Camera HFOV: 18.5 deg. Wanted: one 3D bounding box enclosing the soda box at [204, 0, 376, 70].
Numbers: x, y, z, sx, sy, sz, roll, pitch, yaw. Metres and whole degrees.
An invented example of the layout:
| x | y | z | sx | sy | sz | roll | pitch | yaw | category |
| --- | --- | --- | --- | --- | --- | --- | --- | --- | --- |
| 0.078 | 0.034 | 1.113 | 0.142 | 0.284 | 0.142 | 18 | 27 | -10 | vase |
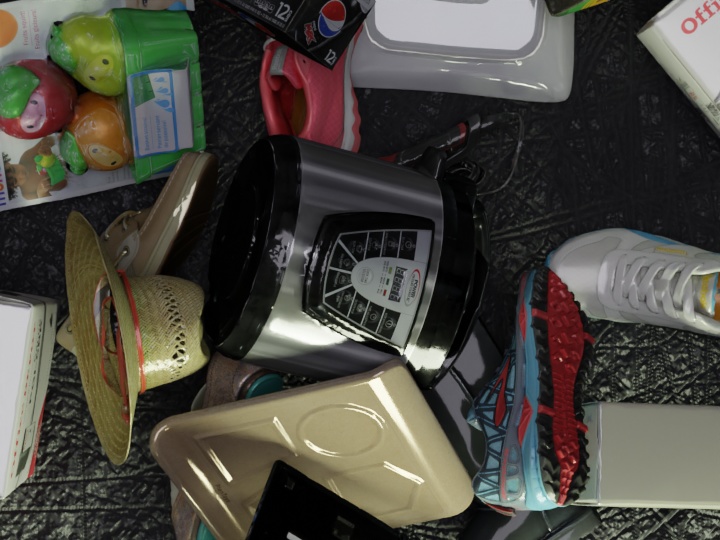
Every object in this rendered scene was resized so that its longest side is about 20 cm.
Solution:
| x | y | z | sx | sy | sz | roll | pitch | yaw | category |
| --- | --- | --- | --- | --- | --- | --- | --- | --- | --- |
| -0.085 | -0.224 | 1.663 | 0.200 | 0.071 | 0.063 | 33 | 89 | 39 | soda box |

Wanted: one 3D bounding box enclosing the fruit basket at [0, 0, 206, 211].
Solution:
| x | y | z | sx | sy | sz | roll | pitch | yaw | category |
| --- | --- | --- | --- | --- | --- | --- | --- | --- | --- |
| -0.216 | -0.127 | 1.665 | 0.199 | 0.094 | 0.186 | -15 | 130 | -18 | fruit basket |

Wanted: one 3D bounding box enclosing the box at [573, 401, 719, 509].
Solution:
| x | y | z | sx | sy | sz | roll | pitch | yaw | category |
| --- | --- | --- | --- | --- | --- | --- | --- | --- | --- |
| 0.263 | 0.145 | 1.707 | 0.199 | 0.068 | 0.083 | 5 | 83 | -15 | box |

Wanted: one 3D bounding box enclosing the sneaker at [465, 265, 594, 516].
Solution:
| x | y | z | sx | sy | sz | roll | pitch | yaw | category |
| --- | --- | --- | --- | --- | --- | --- | --- | --- | --- |
| 0.117 | 0.088 | 1.667 | 0.095 | 0.079 | 0.201 | -18 | 52 | 34 | sneaker |

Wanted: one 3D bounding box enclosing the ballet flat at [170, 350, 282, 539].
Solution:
| x | y | z | sx | sy | sz | roll | pitch | yaw | category |
| --- | --- | --- | --- | --- | --- | --- | --- | --- | --- |
| -0.112 | 0.147 | 1.715 | 0.067 | 0.068 | 0.201 | 32 | 113 | 33 | ballet flat |

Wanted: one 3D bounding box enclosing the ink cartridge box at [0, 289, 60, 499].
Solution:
| x | y | z | sx | sy | sz | roll | pitch | yaw | category |
| --- | --- | --- | --- | --- | --- | --- | --- | --- | --- |
| -0.282 | 0.087 | 1.644 | 0.082 | 0.200 | 0.148 | 9 | 90 | -2 | ink cartridge box |

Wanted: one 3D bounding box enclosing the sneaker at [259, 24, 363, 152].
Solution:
| x | y | z | sx | sy | sz | roll | pitch | yaw | category |
| --- | --- | --- | --- | --- | --- | --- | --- | --- | --- |
| -0.042 | -0.172 | 1.699 | 0.073 | 0.087 | 0.201 | -4 | 90 | 26 | sneaker |

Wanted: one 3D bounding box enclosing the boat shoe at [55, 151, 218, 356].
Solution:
| x | y | z | sx | sy | sz | roll | pitch | yaw | category |
| --- | --- | --- | --- | --- | --- | --- | --- | --- | --- |
| -0.174 | -0.012 | 1.697 | 0.065 | 0.072 | 0.201 | 32 | 112 | 8 | boat shoe |

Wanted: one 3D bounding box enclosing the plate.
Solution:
| x | y | z | sx | sy | sz | roll | pitch | yaw | category |
| --- | --- | --- | --- | --- | --- | --- | --- | --- | --- |
| 0.076 | -0.240 | 1.742 | 0.199 | 0.032 | 0.201 | 4 | 90 | -1 | plate |

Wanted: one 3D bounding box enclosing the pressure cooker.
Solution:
| x | y | z | sx | sy | sz | roll | pitch | yaw | category |
| --- | --- | --- | --- | --- | --- | --- | --- | --- | --- |
| -0.001 | -0.001 | 1.639 | 0.199 | 0.176 | 0.179 | 15 | 49 | -18 | pressure cooker |

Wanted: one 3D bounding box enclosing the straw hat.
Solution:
| x | y | z | sx | sy | sz | roll | pitch | yaw | category |
| --- | --- | --- | --- | --- | --- | --- | --- | --- | --- |
| -0.153 | 0.044 | 1.610 | 0.085 | 0.201 | 0.202 | -10 | 90 | -16 | straw hat |

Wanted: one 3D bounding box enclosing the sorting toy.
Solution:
| x | y | z | sx | sy | sz | roll | pitch | yaw | category |
| --- | --- | --- | --- | --- | --- | --- | --- | --- | --- |
| -0.034 | 0.142 | 1.650 | 0.199 | 0.185 | 0.037 | -17 | 47 | 13 | sorting toy |

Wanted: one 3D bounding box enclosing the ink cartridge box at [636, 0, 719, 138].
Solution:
| x | y | z | sx | sy | sz | roll | pitch | yaw | category |
| --- | --- | --- | --- | --- | --- | --- | --- | --- | --- |
| 0.336 | -0.159 | 1.726 | 0.146 | 0.083 | 0.200 | -39 | 92 | -1 | ink cartridge box |

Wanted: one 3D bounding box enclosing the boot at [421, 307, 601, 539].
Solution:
| x | y | z | sx | sy | sz | roll | pitch | yaw | category |
| --- | --- | --- | --- | --- | --- | --- | --- | --- | --- |
| 0.072 | 0.151 | 1.724 | 0.164 | 0.066 | 0.201 | -32 | 94 | -10 | boot |

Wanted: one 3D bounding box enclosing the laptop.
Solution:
| x | y | z | sx | sy | sz | roll | pitch | yaw | category |
| --- | --- | --- | --- | --- | --- | --- | --- | --- | --- |
| -0.050 | 0.275 | 1.637 | 0.177 | 0.103 | 0.201 | 33 | 60 | -23 | laptop |

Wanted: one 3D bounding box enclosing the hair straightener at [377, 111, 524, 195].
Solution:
| x | y | z | sx | sy | sz | roll | pitch | yaw | category |
| --- | --- | --- | --- | --- | --- | --- | --- | --- | --- |
| 0.044 | -0.066 | 1.743 | 0.199 | 0.041 | 0.077 | -29 | 121 | -5 | hair straightener |

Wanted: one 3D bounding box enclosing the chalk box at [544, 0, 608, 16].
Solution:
| x | y | z | sx | sy | sz | roll | pitch | yaw | category |
| --- | --- | --- | --- | --- | --- | --- | --- | --- | --- |
| 0.222 | -0.287 | 1.649 | 0.124 | 0.200 | 0.125 | -22 | 92 | -34 | chalk box |

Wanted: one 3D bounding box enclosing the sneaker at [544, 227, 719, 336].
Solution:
| x | y | z | sx | sy | sz | roll | pitch | yaw | category |
| --- | --- | --- | --- | --- | --- | --- | --- | --- | --- |
| 0.243 | 0.010 | 1.725 | 0.199 | 0.081 | 0.077 | 7 | 91 | -1 | sneaker |
